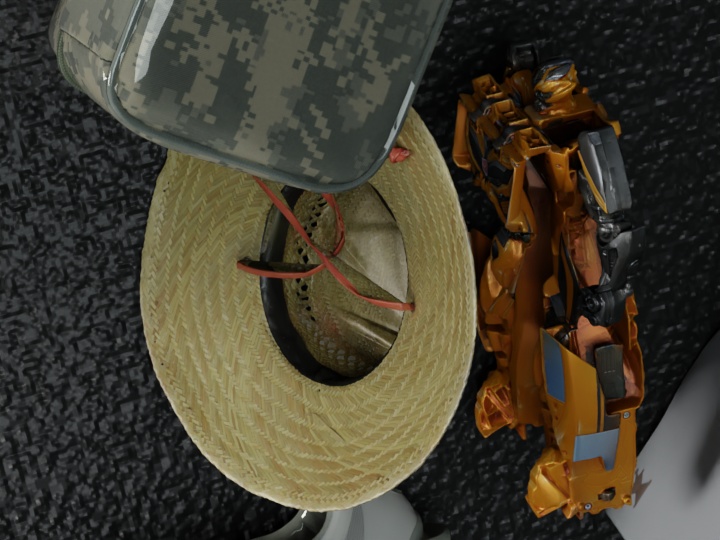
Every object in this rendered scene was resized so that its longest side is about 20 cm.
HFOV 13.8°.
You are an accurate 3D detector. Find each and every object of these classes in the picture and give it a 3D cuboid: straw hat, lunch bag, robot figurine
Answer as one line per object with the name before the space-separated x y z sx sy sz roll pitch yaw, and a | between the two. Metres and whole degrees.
straw hat | 0.000 0.000 1.306 0.085 0.200 0.202 -9 116 -52
lunch bag | -0.044 -0.150 1.198 0.139 0.168 0.201 16 99 -29
robot figurine | 0.082 0.001 1.301 0.058 0.145 0.201 -14 120 -13

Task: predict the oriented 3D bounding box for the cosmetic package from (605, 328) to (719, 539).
cosmetic package | 0.251 0.116 1.359 0.199 0.166 0.168 29 101 -18

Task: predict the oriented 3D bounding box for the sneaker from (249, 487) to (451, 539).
sneaker | -0.051 0.172 1.355 0.088 0.074 0.200 40 74 -19
